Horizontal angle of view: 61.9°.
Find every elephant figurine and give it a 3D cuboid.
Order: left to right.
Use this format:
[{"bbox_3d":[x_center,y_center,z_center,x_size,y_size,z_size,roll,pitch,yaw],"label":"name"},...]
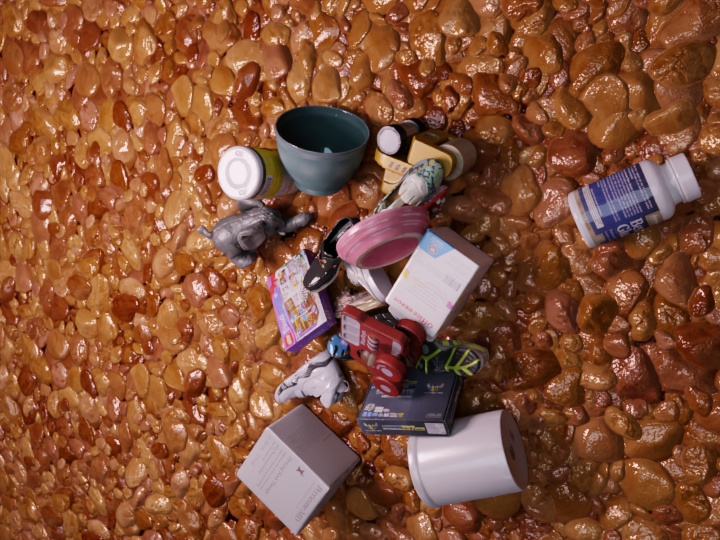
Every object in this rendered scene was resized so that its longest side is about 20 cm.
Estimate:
[{"bbox_3d":[-0.243,-0.109,1.400,0.199,0.155,0.142,-34,92,34],"label":"elephant figurine"}]

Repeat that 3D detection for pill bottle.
[{"bbox_3d":[-0.214,-0.217,1.342,0.113,0.200,0.116,4,99,25],"label":"pill bottle"},{"bbox_3d":[0.482,-0.126,1.062,0.199,0.111,0.112,-24,86,27],"label":"pill bottle"}]

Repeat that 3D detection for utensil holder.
[{"bbox_3d":[0.221,0.384,1.228,0.198,0.170,0.172,-19,89,25],"label":"utensil holder"}]

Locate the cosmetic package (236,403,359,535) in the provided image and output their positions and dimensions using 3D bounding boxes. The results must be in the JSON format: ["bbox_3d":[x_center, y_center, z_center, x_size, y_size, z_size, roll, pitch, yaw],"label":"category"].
[{"bbox_3d":[-0.144,0.462,1.418,0.200,0.166,0.168,39,111,15],"label":"cosmetic package"}]

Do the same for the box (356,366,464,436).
[{"bbox_3d":[0.108,0.273,1.274,0.198,0.158,0.051,-5,123,27],"label":"box"}]

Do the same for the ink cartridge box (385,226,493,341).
[{"bbox_3d":[0.156,0.030,1.234,0.128,0.125,0.201,37,111,17],"label":"ink cartridge box"}]

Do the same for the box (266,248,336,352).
[{"bbox_3d":[-0.140,0.068,1.390,0.136,0.039,0.201,-36,56,26],"label":"box"}]

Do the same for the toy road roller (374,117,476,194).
[{"bbox_3d":[0.123,-0.214,1.227,0.199,0.123,0.147,26,122,21],"label":"toy road roller"}]

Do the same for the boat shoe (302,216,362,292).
[{"bbox_3d":[-0.066,-0.036,1.304,0.202,0.063,0.074,-49,55,19],"label":"boat shoe"}]

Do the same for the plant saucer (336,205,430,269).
[{"bbox_3d":[0.051,-0.058,1.206,0.199,0.200,0.051,-30,71,26],"label":"plant saucer"}]

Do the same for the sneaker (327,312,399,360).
[{"bbox_3d":[0.026,0.151,1.351,0.198,0.082,0.074,-17,65,10],"label":"sneaker"}]

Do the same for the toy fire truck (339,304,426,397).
[{"bbox_3d":[0.034,0.157,1.230,0.167,0.113,0.201,27,151,15],"label":"toy fire truck"}]

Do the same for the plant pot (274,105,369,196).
[{"bbox_3d":[-0.086,-0.247,1.296,0.199,0.200,0.135,27,134,20],"label":"plant pot"}]

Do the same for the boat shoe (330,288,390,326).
[{"bbox_3d":[-0.019,0.076,1.366,0.198,0.072,0.073,-18,65,29],"label":"boat shoe"}]

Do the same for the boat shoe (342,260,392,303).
[{"bbox_3d":[0.000,0.000,1.323,0.066,0.072,0.201,-46,64,25],"label":"boat shoe"}]

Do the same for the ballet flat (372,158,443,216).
[{"bbox_3d":[0.088,-0.141,1.176,0.075,0.074,0.200,55,139,9],"label":"ballet flat"}]

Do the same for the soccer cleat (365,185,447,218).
[{"bbox_3d":[0.095,-0.133,1.277,0.199,0.068,0.086,-35,85,30],"label":"soccer cleat"}]

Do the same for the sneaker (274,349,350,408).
[{"bbox_3d":[-0.114,0.286,1.429,0.200,0.075,0.115,-41,76,21],"label":"sneaker"}]

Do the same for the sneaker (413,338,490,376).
[{"bbox_3d":[0.184,0.181,1.276,0.199,0.076,0.076,8,103,44],"label":"sneaker"}]
